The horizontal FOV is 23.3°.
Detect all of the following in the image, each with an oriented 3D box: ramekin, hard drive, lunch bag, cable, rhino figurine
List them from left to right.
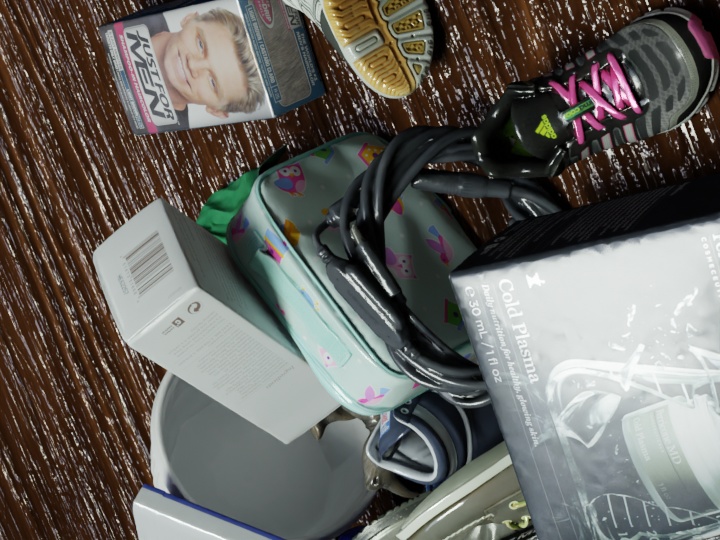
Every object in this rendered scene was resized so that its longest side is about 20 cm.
[{"bbox_3d":[-0.080,0.243,1.367,0.199,0.025,0.132,19,145,14],"label":"hard drive"},{"bbox_3d":[-0.083,0.151,1.456,0.201,0.200,0.105,52,151,13],"label":"ramekin"},{"bbox_3d":[-0.005,0.096,1.408,0.201,0.087,0.060,58,162,15],"label":"rhino figurine"},{"bbox_3d":[0.000,0.000,1.288,0.200,0.160,0.077,52,141,12],"label":"lunch bag"},{"bbox_3d":[0.075,-0.002,1.212,0.200,0.163,0.051,46,164,0],"label":"cable"}]

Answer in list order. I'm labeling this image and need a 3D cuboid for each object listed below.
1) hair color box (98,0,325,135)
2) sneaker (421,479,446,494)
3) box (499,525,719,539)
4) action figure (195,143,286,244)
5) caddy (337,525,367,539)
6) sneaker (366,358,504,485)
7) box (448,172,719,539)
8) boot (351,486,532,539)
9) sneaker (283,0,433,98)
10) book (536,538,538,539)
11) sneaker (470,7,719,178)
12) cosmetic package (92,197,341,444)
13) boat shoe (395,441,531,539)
[{"bbox_3d":[-0.124,-0.171,1.412,0.199,0.060,0.101,-2,111,49],"label":"hair color box"},{"bbox_3d":[0.124,0.237,1.373,0.200,0.070,0.078,45,154,22],"label":"sneaker"},{"bbox_3d":[0.207,0.250,1.224,0.199,0.047,0.194,-29,91,25],"label":"box"},{"bbox_3d":[-0.104,-0.038,1.453,0.054,0.119,0.200,28,170,-18],"label":"action figure"},{"bbox_3d":[0.047,0.301,1.458,0.200,0.105,0.141,50,142,-14],"label":"caddy"},{"bbox_3d":[0.027,0.077,1.345,0.200,0.108,0.070,49,140,17],"label":"sneaker"},{"bbox_3d":[0.190,0.057,1.090,0.196,0.124,0.201,-14,101,32],"label":"box"},{"bbox_3d":[0.091,0.219,1.305,0.199,0.068,0.131,-28,78,9],"label":"boot"},{"bbox_3d":[-0.016,-0.207,1.270,0.201,0.075,0.088,59,159,8],"label":"sneaker"},{"bbox_3d":[0.180,0.276,1.192,0.199,0.048,0.134,35,110,10],"label":"book"},{"bbox_3d":[0.143,-0.103,1.116,0.200,0.087,0.074,-23,93,53],"label":"sneaker"},{"bbox_3d":[-0.099,0.041,1.285,0.200,0.074,0.102,41,-163,-46],"label":"cosmetic package"},{"bbox_3d":[0.117,0.149,1.246,0.201,0.072,0.060,-36,93,9],"label":"boat shoe"}]
